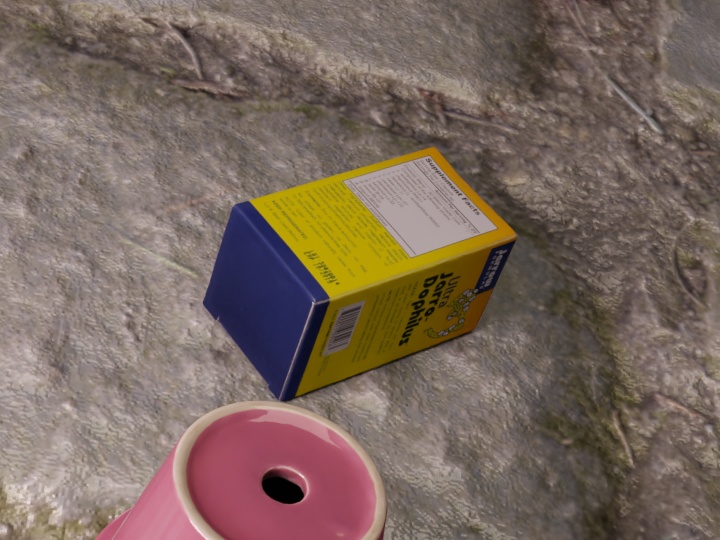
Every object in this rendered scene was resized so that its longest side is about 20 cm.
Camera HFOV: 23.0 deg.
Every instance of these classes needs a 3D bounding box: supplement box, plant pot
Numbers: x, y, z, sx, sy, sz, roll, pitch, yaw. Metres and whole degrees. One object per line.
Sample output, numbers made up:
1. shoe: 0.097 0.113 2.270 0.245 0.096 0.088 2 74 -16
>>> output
1. supplement box: 0.000 0.000 1.338 0.200 0.110 0.109 -18 54 -35
2. plant pot: -0.069 0.183 1.061 0.200 0.179 0.200 11 42 -10
